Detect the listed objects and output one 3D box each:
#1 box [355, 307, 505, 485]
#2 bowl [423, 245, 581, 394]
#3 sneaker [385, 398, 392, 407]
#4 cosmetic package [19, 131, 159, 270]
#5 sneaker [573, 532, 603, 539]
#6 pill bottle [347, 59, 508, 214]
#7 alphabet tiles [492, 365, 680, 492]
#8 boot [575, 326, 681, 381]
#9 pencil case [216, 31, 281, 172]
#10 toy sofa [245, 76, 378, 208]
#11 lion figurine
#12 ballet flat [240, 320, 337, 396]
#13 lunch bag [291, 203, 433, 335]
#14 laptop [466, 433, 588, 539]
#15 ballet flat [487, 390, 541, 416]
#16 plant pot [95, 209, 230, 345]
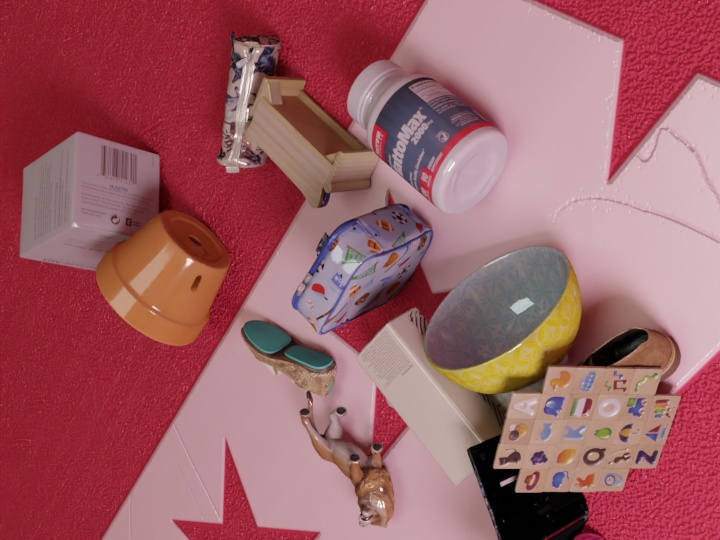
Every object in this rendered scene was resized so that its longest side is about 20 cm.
[{"bbox_3d":[0.091,0.151,1.210,0.201,0.068,0.082,52,128,11],"label":"box"},{"bbox_3d":[0.182,0.078,1.165,0.199,0.201,0.108,-14,124,44],"label":"bowl"},{"bbox_3d":[0.087,0.128,1.290,0.198,0.076,0.081,-15,111,44],"label":"sneaker"},{"bbox_3d":[-0.466,-0.112,1.717,0.199,0.166,0.169,-19,67,44],"label":"cosmetic package"},{"bbox_3d":[0.292,0.414,1.161,0.089,0.081,0.201,-53,53,36],"label":"sneaker"},{"bbox_3d":[0.077,-0.173,1.243,0.200,0.119,0.121,43,124,31],"label":"pill bottle"},{"bbox_3d":[0.248,0.176,1.091,0.006,0.197,0.169,-110,25,-59],"label":"alphabet tiles"},{"bbox_3d":[0.254,0.122,1.117,0.199,0.075,0.074,-38,48,27],"label":"boot"},{"bbox_3d":[-0.168,-0.249,1.485,0.077,0.089,0.203,15,108,16],"label":"pencil case"},{"bbox_3d":[-0.071,-0.181,1.407,0.200,0.082,0.098,45,125,29],"label":"toy sofa"},{"bbox_3d":[-0.019,0.271,1.436,0.200,0.072,0.124,46,153,38],"label":"lion figurine"},{"bbox_3d":[-0.113,0.138,1.512,0.199,0.070,0.066,26,128,42],"label":"ballet flat"},{"bbox_3d":[0.000,0.000,1.287,0.076,0.199,0.161,45,124,18],"label":"lunch bag"},{"bbox_3d":[0.180,0.295,1.176,0.103,0.176,0.203,-28,78,41],"label":"laptop"},{"bbox_3d":[0.159,0.175,1.253,0.200,0.070,0.071,-46,66,37],"label":"ballet flat"},{"bbox_3d":[-0.303,-0.001,1.599,0.140,0.199,0.201,-48,63,18],"label":"plant pot"}]
